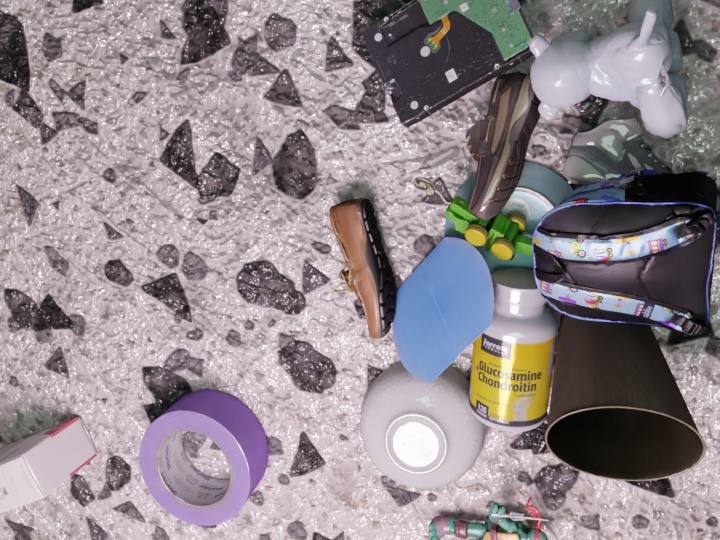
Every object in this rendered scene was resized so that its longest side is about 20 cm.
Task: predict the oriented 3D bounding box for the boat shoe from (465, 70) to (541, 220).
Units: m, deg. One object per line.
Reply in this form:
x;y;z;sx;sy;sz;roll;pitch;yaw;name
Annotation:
0.178;-0.164;0.858;0.072;0.074;0.203;19;82;29;boat shoe

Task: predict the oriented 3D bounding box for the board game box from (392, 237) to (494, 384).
0.121;0.055;0.916;0.201;0.038;0.160;-50;43;32;board game box

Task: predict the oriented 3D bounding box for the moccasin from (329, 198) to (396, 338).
-0.001;0.001;0.954;0.076;0.074;0.205;-12;103;26;moccasin

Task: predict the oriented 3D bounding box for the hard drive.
0.115;-0.298;0.858;0.198;0.038;0.142;-27;85;19;hard drive

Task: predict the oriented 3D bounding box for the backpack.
0.313;-0.027;0.787;0.196;0.135;0.185;3;126;27;backpack

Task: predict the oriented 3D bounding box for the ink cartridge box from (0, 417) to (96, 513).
-0.592;0.349;1.149;0.197;0.147;0.084;-23;97;19;ink cartridge box

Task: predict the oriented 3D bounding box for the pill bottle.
0.209;0.106;0.896;0.110;0.112;0.204;5;110;13;pill bottle

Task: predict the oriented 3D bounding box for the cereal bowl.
0.089;0.240;0.983;0.196;0.083;0.204;3;103;14;cereal bowl

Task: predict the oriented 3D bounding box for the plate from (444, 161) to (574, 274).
0.213;-0.049;0.912;0.196;0.026;0.204;4;105;14;plate

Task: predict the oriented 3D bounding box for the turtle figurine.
0.207;0.415;0.987;0.197;0.100;0.153;-16;85;33;turtle figurine

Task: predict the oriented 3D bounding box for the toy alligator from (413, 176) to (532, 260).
0.154;-0.062;0.885;0.198;0.060;0.055;29;149;6;toy alligator

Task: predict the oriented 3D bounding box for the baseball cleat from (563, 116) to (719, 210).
0.363;-0.135;0.830;0.196;0.070;0.109;14;103;8;baseball cleat

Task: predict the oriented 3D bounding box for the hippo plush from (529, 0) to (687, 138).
0.290;-0.223;0.780;0.158;0.200;0.162;-9;115;34;hippo plush

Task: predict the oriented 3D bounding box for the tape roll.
-0.258;0.308;1.087;0.196;0.085;0.204;3;105;13;tape roll

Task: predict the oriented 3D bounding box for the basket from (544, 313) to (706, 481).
0.316;0.134;0.823;0.177;0.202;0.138;10;132;4;basket
